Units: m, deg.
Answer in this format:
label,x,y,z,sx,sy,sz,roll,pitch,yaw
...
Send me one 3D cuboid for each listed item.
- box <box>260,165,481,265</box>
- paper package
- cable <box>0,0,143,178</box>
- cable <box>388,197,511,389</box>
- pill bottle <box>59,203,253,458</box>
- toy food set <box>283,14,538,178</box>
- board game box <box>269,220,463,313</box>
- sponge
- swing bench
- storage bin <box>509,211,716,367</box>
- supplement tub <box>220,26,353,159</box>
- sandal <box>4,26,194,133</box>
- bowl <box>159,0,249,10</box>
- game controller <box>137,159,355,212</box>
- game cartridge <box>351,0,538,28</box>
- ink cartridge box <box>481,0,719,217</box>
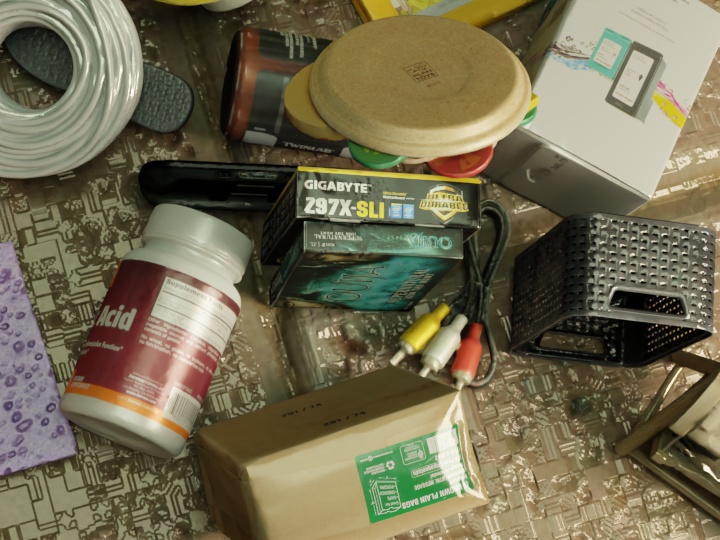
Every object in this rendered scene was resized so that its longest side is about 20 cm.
label,x,y,z,sx,sy,sz,roll,pitch,yaw
box,0.005,-0.041,1.441,0.159,0.200,0.049,5,78,-10
paper package,-0.021,0.166,1.387,0.200,0.191,0.104,-17,99,-16
cable,-0.293,-0.182,1.452,0.200,0.069,0.200,-29,95,4
cable,0.108,0.028,1.524,0.097,0.050,0.200,29,74,-2
pill bottle,-0.173,0.051,1.427,0.114,0.114,0.200,23,73,-6
toy food set,0.050,-0.152,1.413,0.198,0.049,0.200,33,51,29
board game box,0.000,0.000,1.429,0.135,0.200,0.028,2,75,-10
sponge,-0.329,0.082,1.432,0.111,0.030,0.200,-17,82,-15
swing bench,0.369,0.156,1.471,0.199,0.200,0.130,35,73,-2
storage bin,0.223,0.021,1.471,0.135,0.200,0.094,7,77,-10
supplement tub,-0.024,-0.158,1.511,0.199,0.107,0.107,8,76,-10
sandal,-0.245,-0.188,1.506,0.200,0.043,0.076,35,93,-2
bowl,-0.134,-0.305,1.502,0.200,0.200,0.108,-45,132,-17
game controller,-0.099,-0.080,1.478,0.199,0.104,0.042,1,74,-12
game cartridge,0.074,-0.314,1.607,0.200,0.032,0.177,-27,84,-15
ink cartridge box,0.223,-0.164,1.544,0.146,0.147,0.200,28,74,-5
